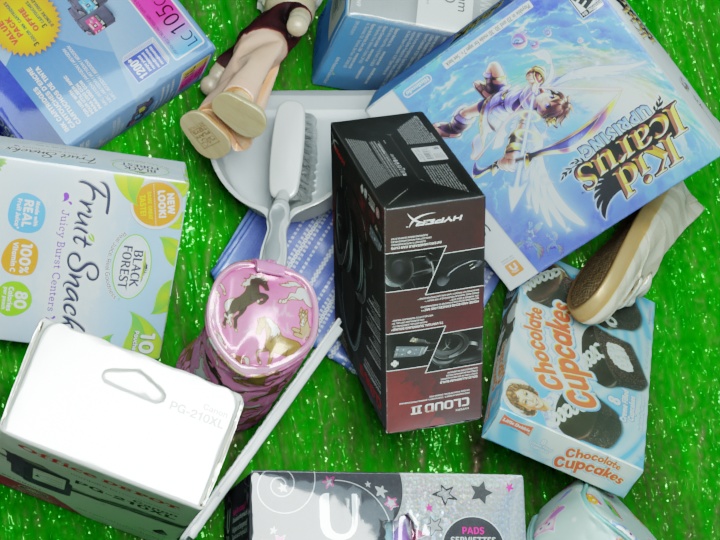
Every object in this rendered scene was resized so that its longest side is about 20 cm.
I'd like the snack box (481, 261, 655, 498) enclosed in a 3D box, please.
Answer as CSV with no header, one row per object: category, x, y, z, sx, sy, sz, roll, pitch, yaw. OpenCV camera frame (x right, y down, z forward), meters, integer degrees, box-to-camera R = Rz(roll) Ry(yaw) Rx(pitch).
snack box,0.161,0.073,1.383,0.116,0.037,0.200,23,38,-6

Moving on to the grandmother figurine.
grandmother figurine,-0.077,-0.167,1.411,0.061,0.121,0.200,54,39,-27

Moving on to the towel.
towel,0.000,0.000,1.427,0.200,0.024,0.145,33,71,-2

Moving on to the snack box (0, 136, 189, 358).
snack box,-0.235,-0.020,1.327,0.200,0.053,0.142,8,111,-11

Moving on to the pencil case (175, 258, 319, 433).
pencil case,-0.083,0.056,1.298,0.083,0.200,0.087,-27,81,-18

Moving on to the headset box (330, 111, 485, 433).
headset box,0.032,0.008,1.314,0.077,0.149,0.200,-7,120,-13

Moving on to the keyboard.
keyboard,-0.074,0.120,1.350,0.011,0.056,0.200,37,74,-2

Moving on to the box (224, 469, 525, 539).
box,0.008,0.205,1.312,0.200,0.132,0.115,1,76,-12

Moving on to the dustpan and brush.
dustpan and brush,-0.056,-0.062,1.383,0.139,0.057,0.200,1,66,8

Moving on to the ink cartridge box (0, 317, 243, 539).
ink cartridge box,-0.172,0.117,1.259,0.145,0.200,0.084,22,71,-6

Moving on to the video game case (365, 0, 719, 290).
video game case,0.136,-0.109,1.346,0.181,0.200,0.045,50,25,-13

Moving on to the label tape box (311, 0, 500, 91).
label tape box,0.073,-0.182,1.432,0.200,0.143,0.066,7,73,-11

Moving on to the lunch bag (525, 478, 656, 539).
lunch bag,0.206,0.246,1.336,0.077,0.160,0.200,-42,87,6

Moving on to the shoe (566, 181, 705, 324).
shoe,0.220,-0.015,1.430,0.053,0.070,0.200,42,44,-4

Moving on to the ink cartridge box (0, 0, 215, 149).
ink cartridge box,-0.232,-0.155,1.393,0.200,0.076,0.137,-37,85,-18
